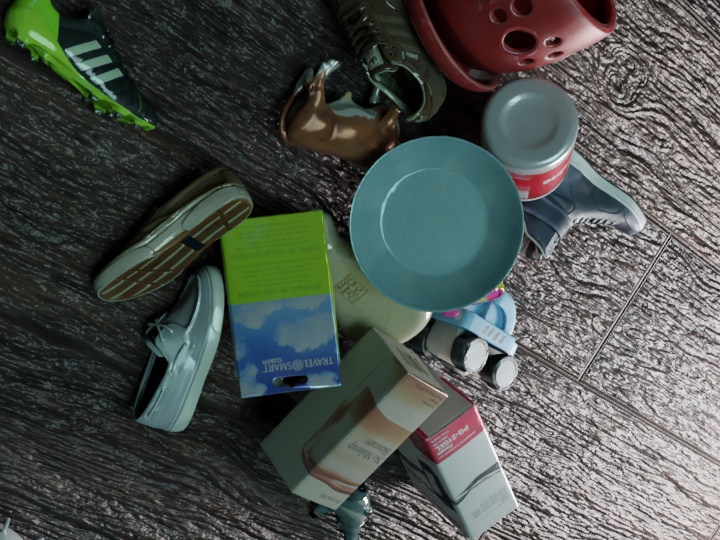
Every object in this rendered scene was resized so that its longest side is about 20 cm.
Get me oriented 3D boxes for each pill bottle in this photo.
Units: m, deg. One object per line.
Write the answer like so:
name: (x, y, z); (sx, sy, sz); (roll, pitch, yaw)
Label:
pill bottle: (0.198, -0.148, 1.681); (0.112, 0.112, 0.200); (-48, 169, -6)

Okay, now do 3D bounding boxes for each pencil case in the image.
pencil case: (0.115, -0.052, 1.689); (0.088, 0.088, 0.201); (3, 73, -35)

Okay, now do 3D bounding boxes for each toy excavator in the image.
toy excavator: (0.143, 0.028, 1.805); (0.194, 0.100, 0.201); (31, 80, -42)

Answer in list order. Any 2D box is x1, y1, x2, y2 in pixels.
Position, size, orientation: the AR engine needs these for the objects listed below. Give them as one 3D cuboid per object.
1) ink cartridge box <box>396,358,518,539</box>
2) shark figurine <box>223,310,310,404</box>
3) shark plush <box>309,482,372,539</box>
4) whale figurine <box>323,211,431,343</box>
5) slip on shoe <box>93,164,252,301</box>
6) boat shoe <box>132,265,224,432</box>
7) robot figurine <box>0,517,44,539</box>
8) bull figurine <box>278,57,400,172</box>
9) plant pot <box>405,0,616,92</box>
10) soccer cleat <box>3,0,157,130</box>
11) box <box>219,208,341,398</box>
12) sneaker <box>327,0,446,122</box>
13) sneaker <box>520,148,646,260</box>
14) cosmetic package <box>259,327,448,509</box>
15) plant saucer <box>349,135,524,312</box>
ink cartridge box: (0.109, 0.232, 1.833); (0.084, 0.145, 0.200); (-34, 127, -14)
shark figurine: (-0.094, 0.110, 1.670); (0.128, 0.090, 0.215); (-14, 132, -13)
shark plush: (-0.033, 0.298, 1.846); (0.083, 0.091, 0.200); (-18, 144, -4)
whale figurine: (0.000, 0.000, 1.690); (0.200, 0.104, 0.159); (39, 120, -19)
slip on shoe: (-0.212, -0.041, 1.544); (0.200, 0.061, 0.076); (-37, 153, 8)
boat shoe: (-0.210, 0.088, 1.596); (0.071, 0.070, 0.202); (10, 103, -31)
robot figurine: (-0.437, 0.357, 1.543); (0.200, 0.113, 0.170); (-46, 157, -7)
bull figurine: (-0.003, -0.170, 1.618); (0.199, 0.065, 0.122); (12, 100, -40)
plant pot: (0.158, -0.312, 1.557); (0.182, 0.201, 0.200); (-24, 137, 29)
soccer cleat: (-0.269, -0.214, 1.419); (0.200, 0.067, 0.081); (39, 75, -39)
box: (-0.090, 0.036, 1.593); (0.121, 0.048, 0.201); (-7, 92, -4)
sneaker: (0.024, -0.251, 1.542); (0.070, 0.076, 0.200); (-32, 104, 32)
sneaker: (0.277, -0.062, 1.841); (0.202, 0.077, 0.147); (33, 80, -30)
cosmetic package: (-0.008, 0.177, 1.667); (0.200, 0.087, 0.103); (-47, 142, 10)
plant saucer: (0.086, -0.054, 1.611); (0.200, 0.039, 0.202); (0, 98, -1)
